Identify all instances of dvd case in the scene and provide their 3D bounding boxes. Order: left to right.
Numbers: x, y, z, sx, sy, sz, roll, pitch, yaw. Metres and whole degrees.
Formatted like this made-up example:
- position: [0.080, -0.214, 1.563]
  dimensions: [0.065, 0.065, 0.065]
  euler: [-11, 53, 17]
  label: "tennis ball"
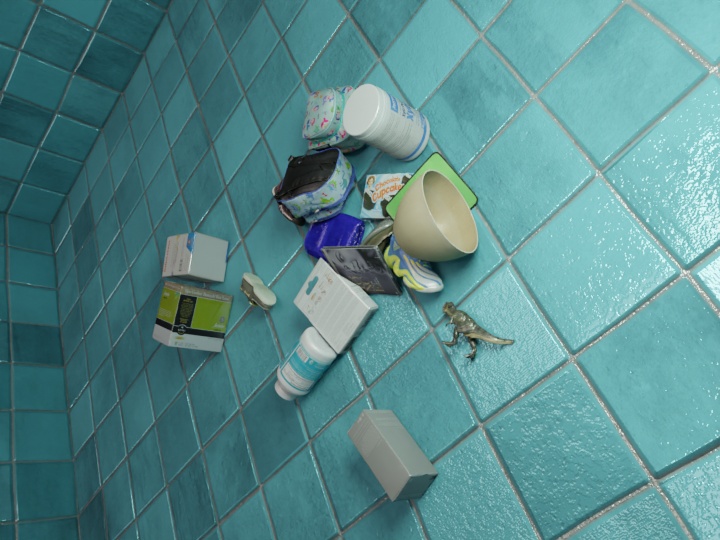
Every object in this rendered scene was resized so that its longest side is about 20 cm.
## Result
- position: [0.000, 0.000, 1.497]
  dimensions: [0.198, 0.150, 0.016]
  euler: [2, 42, 46]
  label: "dvd case"

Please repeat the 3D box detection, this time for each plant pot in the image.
- position: [0.150, -0.102, 1.312]
  dimensions: [0.133, 0.198, 0.204]
  euler: [-30, 60, 34]
  label: "plant pot"

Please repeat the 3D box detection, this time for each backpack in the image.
- position: [-0.109, -0.238, 1.635]
  dimensions: [0.197, 0.147, 0.186]
  euler: [-12, 50, 36]
  label: "backpack"
- position: [-0.061, -0.423, 1.658]
  dimensions: [0.197, 0.149, 0.181]
  euler: [2, 80, 41]
  label: "backpack"

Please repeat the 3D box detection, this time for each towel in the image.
- position: [-0.079, -0.093, 1.654]
  dimensions: [0.199, 0.049, 0.150]
  euler: [24, 98, 46]
  label: "towel"

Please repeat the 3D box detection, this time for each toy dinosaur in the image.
- position: [0.232, 0.139, 1.285]
  dimensions: [0.199, 0.047, 0.089]
  euler: [33, 97, 41]
  label: "toy dinosaur"

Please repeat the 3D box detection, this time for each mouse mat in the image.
- position: [0.165, -0.158, 1.406]
  dimensions: [0.200, 0.007, 0.162]
  euler: [-45, 77, 26]
  label: "mouse mat"

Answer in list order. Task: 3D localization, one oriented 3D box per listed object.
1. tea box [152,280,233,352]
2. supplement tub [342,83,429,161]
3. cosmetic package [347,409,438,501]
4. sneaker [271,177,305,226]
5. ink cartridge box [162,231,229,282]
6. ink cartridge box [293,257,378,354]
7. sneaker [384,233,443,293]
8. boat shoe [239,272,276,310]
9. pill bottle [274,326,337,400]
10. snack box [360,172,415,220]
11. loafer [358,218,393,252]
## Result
- position: [-0.558, 0.154, 1.972]
  dimensions: [0.132, 0.198, 0.201]
  euler: [11, 86, 46]
  label: "tea box"
- position: [0.067, -0.362, 1.465]
  dimensions: [0.131, 0.198, 0.135]
  euler: [-13, 70, 42]
  label: "supplement tub"
- position: [0.071, 0.413, 1.335]
  dimensions: [0.091, 0.106, 0.201]
  euler: [-55, 46, 19]
  label: "cosmetic package"
- position: [-0.201, -0.232, 1.798]
  dimensions: [0.116, 0.075, 0.201]
  euler: [-51, 48, 19]
  label: "sneaker"
- position: [-0.584, -0.041, 2.086]
  dimensions: [0.198, 0.143, 0.150]
  euler: [-2, 77, 45]
  label: "ink cartridge box"
- position: [-0.068, 0.091, 1.557]
  dimensions: [0.200, 0.057, 0.164]
  euler: [47, 116, 26]
  label: "ink cartridge box"
- position: [0.123, -0.027, 1.392]
  dimensions: [0.199, 0.075, 0.107]
  euler: [34, 129, 45]
  label: "sneaker"
- position: [-0.323, 0.076, 1.847]
  dimensions: [0.201, 0.071, 0.061]
  euler: [41, 110, 49]
  label: "boat shoe"
- position: [-0.153, 0.258, 1.597]
  dimensions: [0.201, 0.110, 0.111]
  euler: [-52, 49, 22]
  label: "pill bottle"
- position: [0.087, -0.188, 1.517]
  dimensions: [0.198, 0.037, 0.119]
  euler: [6, 85, 46]
  label: "snack box"
- position: [0.034, -0.057, 1.521]
  dimensions: [0.070, 0.075, 0.200]
  euler: [44, 127, -3]
  label: "loafer"
